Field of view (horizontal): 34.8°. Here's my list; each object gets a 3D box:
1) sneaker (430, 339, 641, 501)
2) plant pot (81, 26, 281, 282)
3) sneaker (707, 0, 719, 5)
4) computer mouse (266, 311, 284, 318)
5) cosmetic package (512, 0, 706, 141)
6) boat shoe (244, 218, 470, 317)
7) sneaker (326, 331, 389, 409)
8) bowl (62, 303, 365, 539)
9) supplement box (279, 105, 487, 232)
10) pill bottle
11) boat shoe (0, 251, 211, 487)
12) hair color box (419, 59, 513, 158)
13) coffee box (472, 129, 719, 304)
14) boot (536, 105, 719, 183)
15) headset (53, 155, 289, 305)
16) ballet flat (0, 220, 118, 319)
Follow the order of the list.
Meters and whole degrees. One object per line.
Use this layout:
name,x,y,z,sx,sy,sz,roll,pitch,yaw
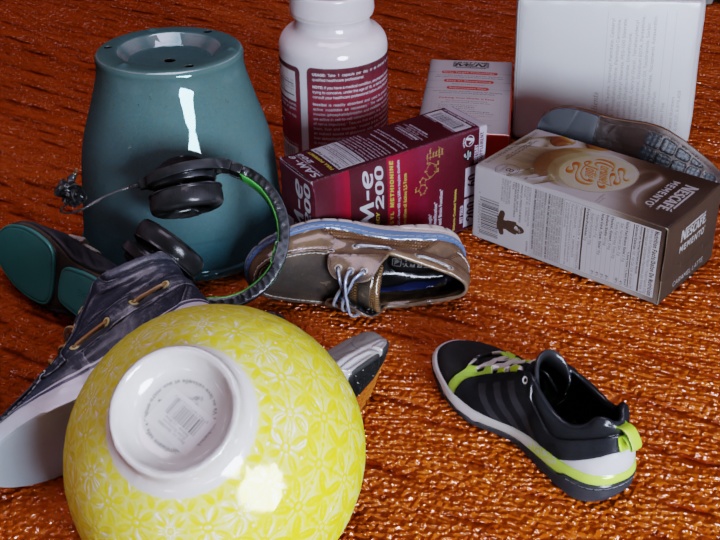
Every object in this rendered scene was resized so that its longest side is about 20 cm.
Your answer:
sneaker,0.131,0.085,0.840,0.071,0.083,0.200,-22,37,-32
plant pot,-0.170,-0.119,1.072,0.198,0.190,0.201,0,28,0
sneaker,0.439,-0.432,1.670,0.198,0.089,0.074,-9,34,-10
computer mouse,-0.151,0.062,0.920,0.198,0.046,0.141,2,33,6
cosmetic package,0.276,-0.256,1.311,0.198,0.168,0.168,2,32,7
boat shoe,0.000,0.000,0.992,0.198,0.073,0.073,-6,33,-9
sneaker,-0.063,0.084,0.834,0.092,0.076,0.199,40,46,22
bowl,-0.101,0.102,0.707,0.198,0.108,0.202,-3,67,7
supplement box,0.024,-0.073,1.076,0.199,0.110,0.061,-21,37,-28
pill bottle,-0.027,-0.192,1.182,0.112,0.202,0.113,0,31,0
boat shoe,-0.198,0.071,0.839,0.199,0.071,0.091,-34,50,-11
hair color box,0.118,-0.169,1.274,0.100,0.062,0.201,4,33,7
coffee box,0.217,-0.055,1.068,0.199,0.080,0.114,22,38,33
boot,0.278,-0.125,1.180,0.199,0.075,0.097,23,19,3
headset,-0.158,-0.038,0.963,0.198,0.125,0.094,17,-8,-6
ballet flat,-0.245,0.007,1.002,0.073,0.074,0.199,-26,35,-35
